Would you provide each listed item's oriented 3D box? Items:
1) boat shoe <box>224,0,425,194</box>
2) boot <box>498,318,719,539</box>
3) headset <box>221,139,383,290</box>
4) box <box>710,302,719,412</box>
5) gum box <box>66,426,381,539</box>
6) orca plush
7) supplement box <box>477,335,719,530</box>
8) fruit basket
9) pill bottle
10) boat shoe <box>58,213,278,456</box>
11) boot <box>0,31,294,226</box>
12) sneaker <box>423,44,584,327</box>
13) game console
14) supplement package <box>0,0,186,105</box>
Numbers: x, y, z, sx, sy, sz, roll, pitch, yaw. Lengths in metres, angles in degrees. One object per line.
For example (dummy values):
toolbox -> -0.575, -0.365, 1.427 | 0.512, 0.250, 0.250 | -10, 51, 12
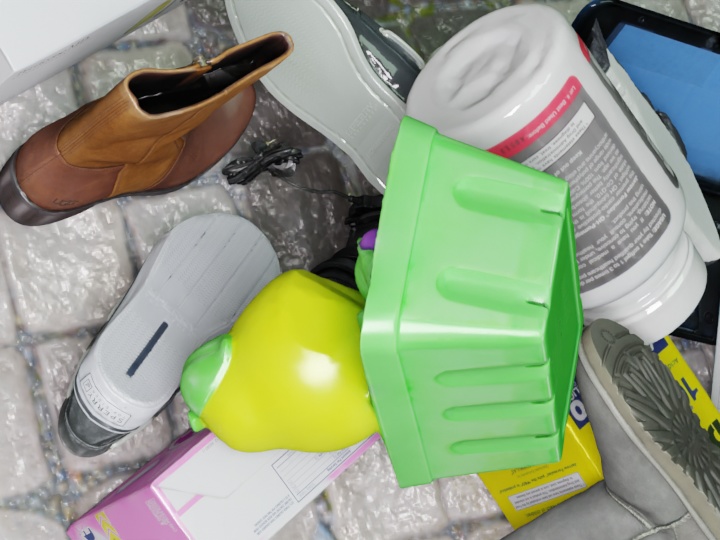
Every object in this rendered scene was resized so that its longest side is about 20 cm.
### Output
boat shoe -> -0.001, -0.115, 1.403 | 0.200, 0.075, 0.060 | 51, 35, -5
boot -> 0.118, 0.146, 1.366 | 0.183, 0.199, 0.073 | 57, 33, -2
headset -> 0.000, 0.000, 1.433 | 0.200, 0.094, 0.124 | 52, 48, -25
box -> 0.275, 0.089, 1.527 | 0.049, 0.082, 0.202 | 12, 81, -36
gum box -> -0.058, 0.103, 1.320 | 0.200, 0.113, 0.066 | -39, 95, -35
orca plush -> 0.158, -0.063, 1.465 | 0.200, 0.071, 0.106 | 42, 34, -51
supplement box -> 0.170, 0.141, 1.454 | 0.109, 0.109, 0.201 | -37, 95, -35
fruit basket -> 0.011, 0.029, 1.231 | 0.214, 0.215, 0.157 | 24, 62, -23
pill bottle -> 0.121, -0.048, 1.353 | 0.200, 0.110, 0.111 | 50, 53, -31
boat shoe -> -0.116, 0.033, 1.328 | 0.072, 0.071, 0.200 | 47, 37, -3
boot -> -0.097, -0.101, 1.313 | 0.187, 0.200, 0.069 | -18, 83, -35
sneaker -> 0.090, -0.045, 1.479 | 0.072, 0.085, 0.201 | -23, 86, -22
game console -> 0.200, -0.061, 1.538 | 0.199, 0.118, 0.172 | 13, 67, -28
supplement package -> -0.187, -0.201, 1.346 | 0.200, 0.111, 0.156 | -34, 93, -35
